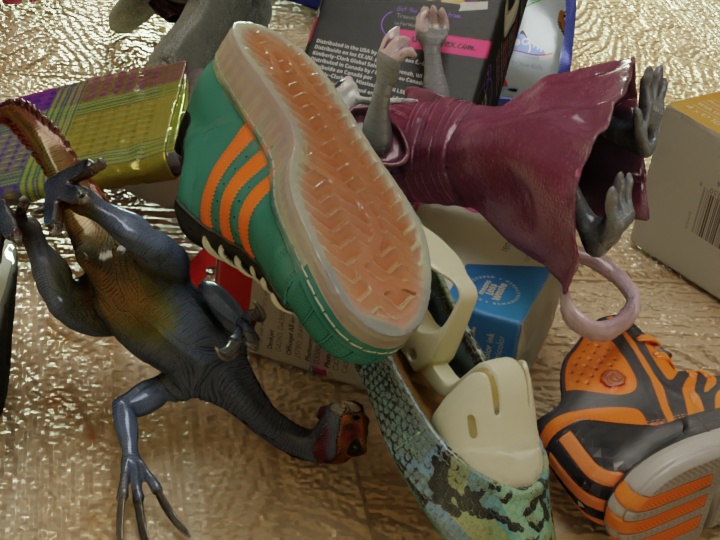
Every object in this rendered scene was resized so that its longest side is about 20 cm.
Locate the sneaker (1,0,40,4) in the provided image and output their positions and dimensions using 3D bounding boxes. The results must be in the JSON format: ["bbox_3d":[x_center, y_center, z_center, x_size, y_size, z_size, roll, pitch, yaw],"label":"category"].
[{"bbox_3d":[-0.301,-0.261,1.109,0.199,0.074,0.088,12,37,15],"label":"sneaker"}]

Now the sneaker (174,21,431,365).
[{"bbox_3d":[-0.032,-0.021,0.617,0.071,0.080,0.200,19,31,-33],"label":"sneaker"}]

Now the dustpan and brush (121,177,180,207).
[{"bbox_3d":[-0.089,-0.067,0.835,0.139,0.057,0.200,-10,34,-7],"label":"dustpan and brush"}]

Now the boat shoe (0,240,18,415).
[{"bbox_3d":[-0.192,0.050,0.629,0.065,0.075,0.202,11,37,-5],"label":"boat shoe"}]

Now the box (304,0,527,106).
[{"bbox_3d":[0.036,-0.144,0.865,0.106,0.122,0.201,15,73,9],"label":"box"}]

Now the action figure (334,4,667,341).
[{"bbox_3d":[0.052,-0.057,0.731,0.199,0.149,0.134,2,18,28],"label":"action figure"}]

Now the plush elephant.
[{"bbox_3d":[-0.129,-0.223,1.037,0.165,0.155,0.200,47,72,-10],"label":"plush elephant"}]

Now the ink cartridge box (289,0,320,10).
[{"bbox_3d":[-0.016,-0.252,1.205,0.099,0.039,0.200,22,32,20],"label":"ink cartridge box"}]

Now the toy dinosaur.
[{"bbox_3d":[-0.073,0.016,0.645,0.181,0.105,0.200,36,32,-36],"label":"toy dinosaur"}]

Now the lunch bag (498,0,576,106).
[{"bbox_3d":[0.060,-0.175,1.010,0.169,0.124,0.200,9,45,-3],"label":"lunch bag"}]

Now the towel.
[{"bbox_3d":[-0.183,-0.067,0.812,0.199,0.023,0.144,-13,30,5],"label":"towel"}]

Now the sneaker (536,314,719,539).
[{"bbox_3d":[0.171,0.059,0.700,0.199,0.078,0.112,-11,37,-29],"label":"sneaker"}]

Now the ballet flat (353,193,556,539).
[{"bbox_3d":[0.036,0.042,0.633,0.074,0.074,0.200,-17,64,-36],"label":"ballet flat"}]

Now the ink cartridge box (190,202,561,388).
[{"bbox_3d":[0.000,0.000,0.763,0.199,0.067,0.116,17,32,14],"label":"ink cartridge box"}]

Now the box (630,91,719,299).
[{"bbox_3d":[0.287,-0.051,0.894,0.200,0.098,0.124,-16,39,-36],"label":"box"}]
